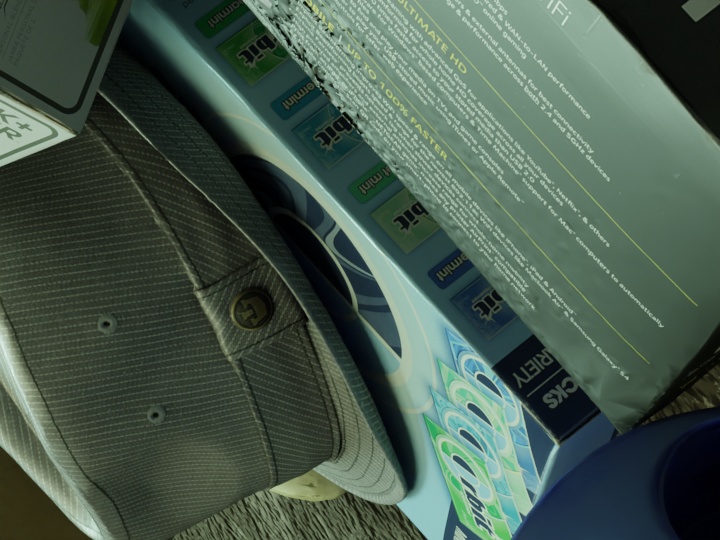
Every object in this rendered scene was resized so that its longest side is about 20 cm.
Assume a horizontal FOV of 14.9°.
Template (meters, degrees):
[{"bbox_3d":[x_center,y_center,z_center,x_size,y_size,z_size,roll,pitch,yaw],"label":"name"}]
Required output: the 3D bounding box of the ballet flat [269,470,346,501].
[{"bbox_3d":[-0.064,0.001,0.992,0.200,0.066,0.057,54,159,-5],"label":"ballet flat"}]

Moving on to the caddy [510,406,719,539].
[{"bbox_3d":[0.115,0.128,0.671,0.200,0.141,0.105,47,165,13],"label":"caddy"}]

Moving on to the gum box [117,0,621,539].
[{"bbox_3d":[0.000,0.000,0.865,0.200,0.045,0.170,47,161,15],"label":"gum box"}]

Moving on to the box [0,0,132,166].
[{"bbox_3d":[-0.136,-0.083,0.836,0.060,0.117,0.200,30,155,-26],"label":"box"}]

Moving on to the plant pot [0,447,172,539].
[{"bbox_3d":[-0.138,0.050,1.121,0.200,0.200,0.134,48,-162,12],"label":"plant pot"}]

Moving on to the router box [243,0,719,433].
[{"bbox_3d":[0.031,-0.069,0.645,0.200,0.051,0.149,49,160,9],"label":"router box"}]

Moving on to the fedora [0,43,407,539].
[{"bbox_3d":[-0.079,0.021,0.879,0.177,0.090,0.200,30,152,51],"label":"fedora"}]
